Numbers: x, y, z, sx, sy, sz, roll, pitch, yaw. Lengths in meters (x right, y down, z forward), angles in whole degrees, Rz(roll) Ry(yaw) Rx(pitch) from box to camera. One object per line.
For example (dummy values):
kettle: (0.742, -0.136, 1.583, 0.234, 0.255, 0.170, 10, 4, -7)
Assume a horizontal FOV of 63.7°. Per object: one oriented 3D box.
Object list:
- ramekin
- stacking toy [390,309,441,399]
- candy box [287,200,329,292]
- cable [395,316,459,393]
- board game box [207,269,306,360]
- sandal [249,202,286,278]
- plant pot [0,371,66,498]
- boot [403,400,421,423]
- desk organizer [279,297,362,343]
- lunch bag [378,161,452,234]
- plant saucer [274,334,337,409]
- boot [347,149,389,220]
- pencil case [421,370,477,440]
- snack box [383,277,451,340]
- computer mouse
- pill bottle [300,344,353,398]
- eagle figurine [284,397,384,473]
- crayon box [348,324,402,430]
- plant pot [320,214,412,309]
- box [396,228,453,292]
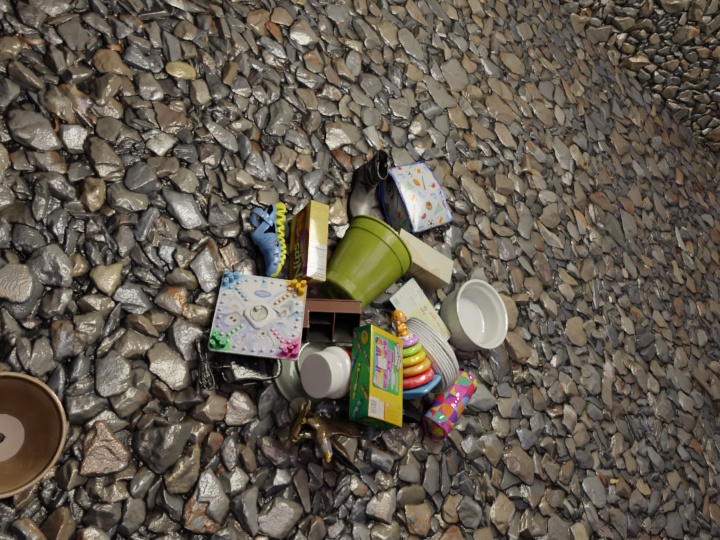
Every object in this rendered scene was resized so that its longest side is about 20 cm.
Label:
ramekin: (0.325, 0.137, 1.686, 0.197, 0.097, 0.204, 13, 65, -29)
stacking toy: (0.108, 0.190, 1.374, 0.109, 0.114, 0.204, -24, 102, -57)
candy box: (-0.130, -0.055, 1.436, 0.056, 0.116, 0.204, 15, 64, -28)
cable: (0.167, 0.219, 1.485, 0.069, 0.201, 0.201, -35, 74, -21)
board game box: (-0.225, 0.094, 1.296, 0.196, 0.026, 0.203, 8, 54, -7)
sandal: (-0.228, -0.076, 1.408, 0.086, 0.079, 0.203, 8, 59, -28)
plant pot: (-0.613, 0.282, 0.984, 0.198, 0.092, 0.205, 14, 64, -29)
boot: (0.083, 0.280, 1.474, 0.197, 0.076, 0.171, 25, 63, -17)
desk organizer: (-0.095, 0.119, 1.365, 0.196, 0.072, 0.078, 3, 52, -10)
lunch bag: (0.150, -0.208, 1.688, 0.168, 0.123, 0.204, -19, 91, -37)
plant saucer: (-0.114, 0.225, 1.379, 0.197, 0.050, 0.204, 13, 66, -30)
boot: (0.025, -0.228, 1.601, 0.069, 0.131, 0.204, 12, 65, -30)
pencil case: (0.238, 0.357, 1.552, 0.089, 0.088, 0.200, 51, 50, -6)
snack box: (0.160, 0.135, 1.610, 0.116, 0.037, 0.202, -37, 95, -38)
computer mouse: (-0.276, 0.193, 1.288, 0.197, 0.046, 0.143, -3, 62, -35)
pill bottle: (-0.035, 0.228, 1.321, 0.198, 0.113, 0.116, 3, 69, -52)
eagle figurine: (-0.068, 0.364, 1.289, 0.197, 0.151, 0.154, 16, 64, -30)
crayon box: (0.037, 0.234, 1.267, 0.118, 0.058, 0.204, 30, 53, -43)
plant pot: (0.000, 0.000, 1.473, 0.200, 0.200, 0.194, 44, 66, -12)
box: (0.159, -0.025, 1.639, 0.198, 0.095, 0.079, 29, 59, -20)
